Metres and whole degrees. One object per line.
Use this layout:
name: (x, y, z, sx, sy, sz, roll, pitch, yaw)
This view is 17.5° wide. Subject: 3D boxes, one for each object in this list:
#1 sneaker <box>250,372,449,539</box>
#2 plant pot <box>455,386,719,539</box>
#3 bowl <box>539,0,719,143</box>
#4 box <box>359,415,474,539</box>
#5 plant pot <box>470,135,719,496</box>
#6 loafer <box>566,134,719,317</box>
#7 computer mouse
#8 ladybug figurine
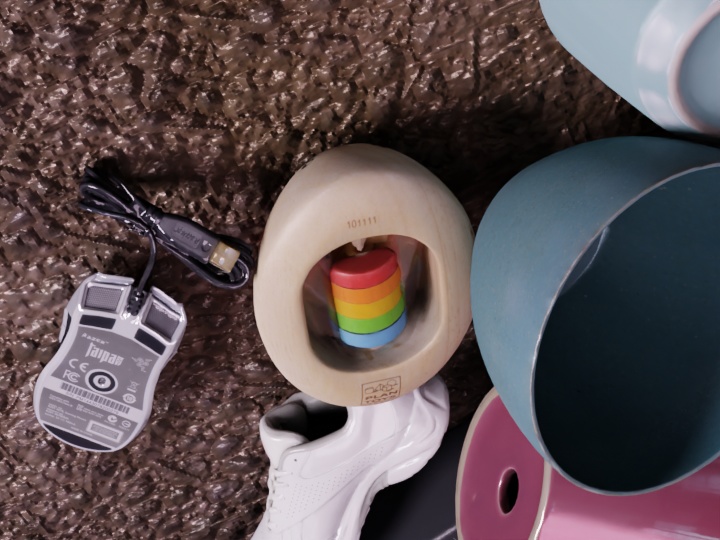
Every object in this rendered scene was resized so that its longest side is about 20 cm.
sneaker: (-0.034, 0.126, 1.496, 0.099, 0.078, 0.200, 24, 116, -27)
plant pot: (0.164, 0.140, 1.430, 0.178, 0.201, 0.201, 10, 131, -22)
bowl: (0.204, -0.147, 1.261, 0.199, 0.105, 0.202, -9, 137, -9)
box: (0.093, 0.197, 1.600, 0.141, 0.079, 0.200, -36, 135, 13)
plant pot: (0.138, 0.006, 1.312, 0.199, 0.135, 0.201, -17, 124, -28)
loafer: (0.165, -0.017, 1.421, 0.201, 0.068, 0.070, -45, 168, 18)
computer mouse: (-0.139, 0.028, 1.362, 0.109, 0.044, 0.200, 22, 131, -10)
ladybug figurine: (0.000, 0.000, 1.366, 0.135, 0.072, 0.201, -12, 137, -9)
